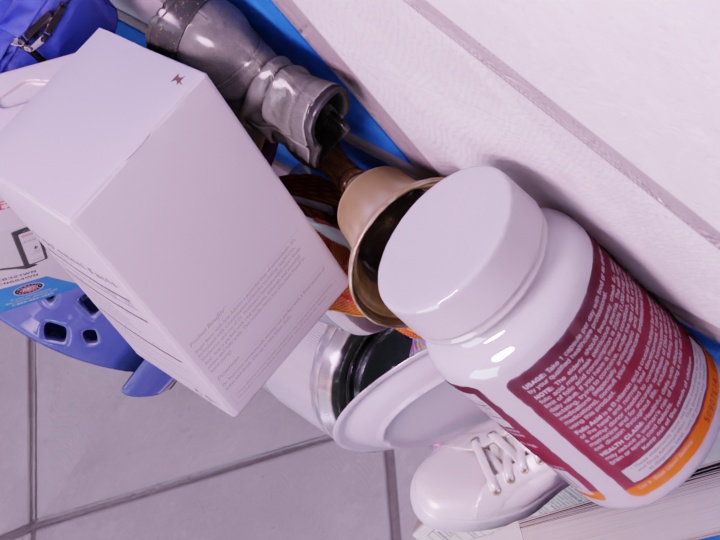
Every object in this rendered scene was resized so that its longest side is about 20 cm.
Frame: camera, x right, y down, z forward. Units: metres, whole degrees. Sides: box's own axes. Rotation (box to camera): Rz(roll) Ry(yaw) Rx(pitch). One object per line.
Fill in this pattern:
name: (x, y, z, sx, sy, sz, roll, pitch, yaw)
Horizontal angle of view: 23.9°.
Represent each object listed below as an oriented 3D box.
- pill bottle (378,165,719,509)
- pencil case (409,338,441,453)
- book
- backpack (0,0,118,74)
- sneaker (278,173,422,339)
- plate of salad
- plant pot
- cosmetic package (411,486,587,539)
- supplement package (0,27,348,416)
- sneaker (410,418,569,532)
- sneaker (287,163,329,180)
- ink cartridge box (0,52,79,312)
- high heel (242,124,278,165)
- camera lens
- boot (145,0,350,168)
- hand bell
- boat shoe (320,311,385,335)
pill bottle: (0.108, 0.038, 0.958, 0.200, 0.115, 0.114, 41, 172, -31)
pencil case: (0.076, 0.068, 1.256, 0.087, 0.088, 0.201, 34, 156, 13)
book: (0.171, 0.167, 1.109, 0.134, 0.198, 0.049, 138, 118, -67)
backpack: (-0.287, -0.165, 1.212, 0.167, 0.201, 0.163, 33, 172, 22)
sneaker: (0.000, 0.000, 1.160, 0.200, 0.072, 0.078, 38, 136, 47)
plate of salad: (0.070, 0.062, 1.105, 0.048, 0.198, 0.200, 66, -175, 22)
plant pot: (-0.187, -0.017, 1.494, 0.179, 0.201, 0.200, 37, -161, -4)
cosmetic package: (0.138, 0.152, 1.252, 0.103, 0.200, 0.073, 38, -142, -5)
supplement package: (-0.120, -0.029, 1.056, 0.119, 0.121, 0.201, 27, 159, 44)
sneaker: (0.121, 0.102, 1.104, 0.085, 0.198, 0.073, 78, 168, -55)
sneaker: (-0.041, -0.038, 1.348, 0.076, 0.081, 0.200, 38, 172, -2)
ink cartridge box: (-0.217, -0.060, 1.196, 0.200, 0.144, 0.085, 96, 154, -69)
high heel: (-0.112, -0.033, 1.222, 0.067, 0.202, 0.096, 18, -179, -3)
camera lens: (-0.016, 0.063, 1.560, 0.199, 0.161, 0.160, 29, 170, 49)
boot: (-0.071, -0.106, 1.075, 0.130, 0.068, 0.200, 38, 171, 1)
hand bell: (-0.007, -0.058, 1.109, 0.104, 0.104, 0.200, 42, -177, -43)
boat shoe: (-0.015, 0.018, 1.353, 0.200, 0.068, 0.073, -11, -92, -74)
